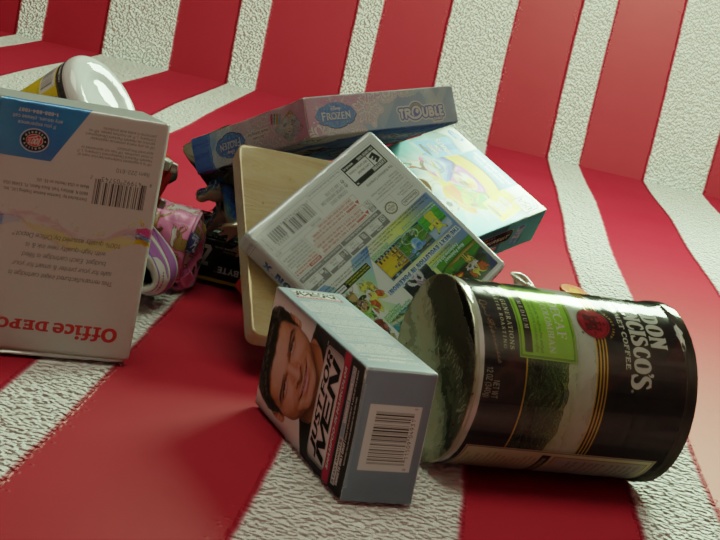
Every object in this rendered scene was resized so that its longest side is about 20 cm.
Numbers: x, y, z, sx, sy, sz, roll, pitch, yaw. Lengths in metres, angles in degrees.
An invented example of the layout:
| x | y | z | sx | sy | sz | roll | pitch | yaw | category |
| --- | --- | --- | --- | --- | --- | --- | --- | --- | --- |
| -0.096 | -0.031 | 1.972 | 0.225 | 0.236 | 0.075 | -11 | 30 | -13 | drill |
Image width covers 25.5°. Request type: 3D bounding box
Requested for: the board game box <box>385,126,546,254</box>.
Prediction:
| x | y | z | sx | sy | sz | roll | pitch | yaw | category |
| --- | --- | --- | --- | --- | --- | --- | --- | --- | --- |
| 0.078 | -0.071 | 1.665 | 0.151 | 0.047 | 0.199 | 43 | 39 | 23 | board game box |

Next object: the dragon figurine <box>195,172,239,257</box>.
| x | y | z | sx | sy | sz | roll | pitch | yaw | category |
| --- | --- | --- | --- | --- | --- | --- | --- | --- | --- |
| -0.087 | -0.072 | 1.596 | 0.198 | 0.059 | 0.100 | -20 | 40 | 24 | dragon figurine |

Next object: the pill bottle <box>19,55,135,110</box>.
| x | y | z | sx | sy | sz | roll | pitch | yaw | category |
| --- | --- | --- | --- | --- | --- | --- | --- | --- | --- |
| -0.338 | -0.132 | 1.664 | 0.199 | 0.113 | 0.112 | -28 | -5 | 23 | pill bottle |

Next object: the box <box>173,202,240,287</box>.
| x | y | z | sx | sy | sz | roll | pitch | yaw | category |
| --- | --- | --- | --- | --- | --- | --- | --- | --- | --- |
| -0.172 | -0.030 | 1.721 | 0.198 | 0.050 | 0.160 | 14 | 9 | 6 | box |

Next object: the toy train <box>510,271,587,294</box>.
| x | y | z | sx | sy | sz | roll | pitch | yaw | category |
| --- | --- | --- | --- | --- | --- | --- | --- | --- | --- |
| 0.175 | 0.022 | 1.714 | 0.150 | 0.056 | 0.199 | 45 | 24 | 25 | toy train |

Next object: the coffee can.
| x | y | z | sx | sy | sz | roll | pitch | yaw | category |
| --- | --- | --- | --- | --- | --- | --- | --- | --- | --- |
| 0.144 | 0.087 | 1.260 | 0.198 | 0.148 | 0.146 | 7 | 13 | -23 | coffee can |

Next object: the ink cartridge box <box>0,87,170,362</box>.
| x | y | z | sx | sy | sz | roll | pitch | yaw | category |
| --- | --- | --- | --- | --- | --- | --- | --- | --- | --- |
| -0.248 | -0.036 | 1.293 | 0.143 | 0.202 | 0.085 | 8 | 8 | -25 | ink cartridge box |

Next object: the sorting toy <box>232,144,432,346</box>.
| x | y | z | sx | sy | sz | roll | pitch | yaw | category |
| --- | --- | --- | --- | --- | --- | --- | --- | --- | --- |
| -0.026 | 0.001 | 1.459 | 0.198 | 0.070 | 0.201 | 9 | 55 | -24 | sorting toy |

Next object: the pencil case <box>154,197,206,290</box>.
| x | y | z | sx | sy | sz | roll | pitch | yaw | category |
| --- | --- | --- | --- | --- | --- | --- | --- | --- | --- |
| -0.255 | -0.041 | 1.595 | 0.198 | 0.084 | 0.087 | 14 | 15 | 1 | pencil case |

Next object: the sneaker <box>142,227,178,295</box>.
| x | y | z | sx | sy | sz | roll | pitch | yaw | category |
| --- | --- | --- | --- | --- | --- | --- | --- | --- | --- |
| -0.253 | -0.055 | 1.496 | 0.200 | 0.073 | 0.114 | 41 | 5 | 1 | sneaker |

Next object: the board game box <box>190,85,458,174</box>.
| x | y | z | sx | sy | sz | roll | pitch | yaw | category |
| --- | --- | --- | --- | --- | --- | --- | --- | --- | --- |
| -0.038 | -0.143 | 1.634 | 0.199 | 0.044 | 0.198 | -10 | -3 | -39 | board game box |

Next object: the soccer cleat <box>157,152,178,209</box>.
| x | y | z | sx | sy | sz | roll | pitch | yaw | category |
| --- | --- | --- | --- | --- | --- | --- | --- | --- | --- |
| -0.234 | -0.084 | 1.436 | 0.085 | 0.069 | 0.200 | 25 | 19 | 15 | soccer cleat |

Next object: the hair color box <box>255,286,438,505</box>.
| x | y | z | sx | sy | sz | roll | pitch | yaw | category |
| --- | --- | --- | --- | --- | --- | --- | --- | --- | --- |
| -0.015 | 0.089 | 1.191 | 0.060 | 0.100 | 0.200 | 7 | 13 | -23 | hair color box |

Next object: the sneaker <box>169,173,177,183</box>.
| x | y | z | sx | sy | sz | roll | pitch | yaw | category |
| --- | --- | --- | --- | --- | --- | --- | --- | --- | --- |
| -0.299 | -0.127 | 1.747 | 0.197 | 0.116 | 0.076 | -4 | 7 | 21 | sneaker |

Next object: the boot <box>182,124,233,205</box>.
| x | y | z | sx | sy | sz | roll | pitch | yaw | category |
| --- | --- | --- | --- | --- | --- | --- | --- | --- | --- |
| -0.092 | -0.088 | 1.778 | 0.184 | 0.065 | 0.201 | 2 | -30 | 10 | boot |

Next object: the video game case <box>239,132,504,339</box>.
| x | y | z | sx | sy | sz | roll | pitch | yaw | category |
| --- | --- | --- | --- | --- | --- | --- | --- | --- | --- |
| 0.015 | -0.014 | 1.432 | 0.182 | 0.022 | 0.200 | 44 | 48 | 4 | video game case |
